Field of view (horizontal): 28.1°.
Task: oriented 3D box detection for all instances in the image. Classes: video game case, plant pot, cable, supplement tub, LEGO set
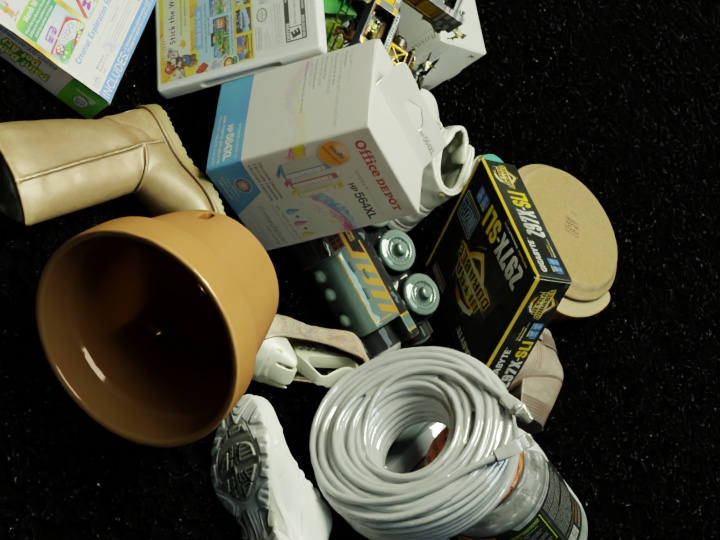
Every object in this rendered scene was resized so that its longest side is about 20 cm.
[{"bbox_3d":[-0.126,-0.286,1.471,0.023,0.181,0.201,45,36,-61],"label":"video game case"},{"bbox_3d":[-0.163,0.033,1.258,0.201,0.200,0.140,56,33,-6],"label":"plant pot"},{"bbox_3d":[0.052,0.162,1.360,0.200,0.200,0.069,50,-7,43],"label":"cable"},{"bbox_3d":[0.145,0.232,1.449,0.200,0.122,0.123,52,36,-49],"label":"supplement tub"},{"bbox_3d":[0.042,-0.249,1.515,0.116,0.154,0.201,31,56,-20],"label":"LEGO set"}]

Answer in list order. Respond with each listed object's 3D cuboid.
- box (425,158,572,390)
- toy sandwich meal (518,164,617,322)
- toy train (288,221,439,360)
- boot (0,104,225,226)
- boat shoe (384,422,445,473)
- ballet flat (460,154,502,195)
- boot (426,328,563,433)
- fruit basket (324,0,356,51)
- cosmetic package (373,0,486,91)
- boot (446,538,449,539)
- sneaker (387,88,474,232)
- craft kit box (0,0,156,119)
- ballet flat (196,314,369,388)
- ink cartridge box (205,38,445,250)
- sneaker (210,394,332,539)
[{"bbox_3d":[0.142,0.003,1.533,0.049,0.160,0.200,10,38,-24],"label":"box"},{"bbox_3d":[0.239,-0.033,1.771,0.204,0.070,0.206,22,52,-31],"label":"toy sandwich meal"},{"bbox_3d":[0.000,0.000,1.513,0.114,0.085,0.201,-31,95,-34],"label":"toy train"},{"bbox_3d":[-0.239,-0.069,1.329,0.200,0.066,0.176,-19,71,-48],"label":"boot"},{"bbox_3d":[0.061,0.189,1.489,0.200,0.073,0.067,-33,113,-42],"label":"boat shoe"},{"bbox_3d":[0.147,-0.042,1.672,0.069,0.071,0.201,11,51,-27],"label":"ballet flat"},{"bbox_3d":[0.146,0.092,1.620,0.200,0.070,0.147,33,42,-25],"label":"boot"},{"bbox_3d":[-0.074,-0.230,1.570,0.185,0.093,0.201,-7,90,-45],"label":"fruit basket"},{"bbox_3d":[0.071,-0.328,1.726,0.081,0.113,0.201,11,60,-40],"label":"cosmetic package"},{"bbox_3d":[0.070,0.351,1.409,0.095,0.073,0.201,36,56,-33],"label":"boot"},{"bbox_3d":[0.087,-0.146,1.643,0.073,0.115,0.201,29,50,-28],"label":"sneaker"},{"bbox_3d":[-0.300,-0.279,1.392,0.197,0.048,0.201,39,47,-26],"label":"craft kit box"},{"bbox_3d":[-0.066,0.083,1.399,0.199,0.068,0.067,6,35,-40],"label":"ballet flat"},{"bbox_3d":[-0.029,-0.124,1.407,0.129,0.199,0.126,56,30,-42],"label":"ink cartridge box"},{"bbox_3d":[-0.075,0.212,1.340,0.099,0.078,0.201,-5,81,-53],"label":"sneaker"}]
